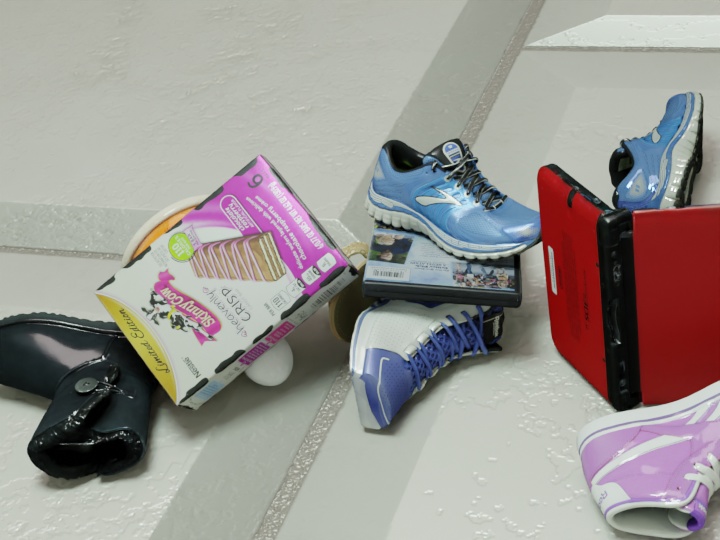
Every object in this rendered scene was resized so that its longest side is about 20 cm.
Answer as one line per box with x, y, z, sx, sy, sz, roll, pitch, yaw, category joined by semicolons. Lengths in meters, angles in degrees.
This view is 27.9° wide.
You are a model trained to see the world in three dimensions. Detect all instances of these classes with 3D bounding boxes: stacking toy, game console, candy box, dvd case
-0.130;0.038;1.387;0.146;0.146;0.200;-24;54;-19;stacking toy
0.245;0.009;1.230;0.118;0.201;0.172;-20;35;-15;game console
-0.121;0.012;1.311;0.200;0.061;0.136;-40;75;2;candy box
0.080;-0.019;1.365;0.142;0.018;0.200;5;25;3;dvd case

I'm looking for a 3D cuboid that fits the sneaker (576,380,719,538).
0.279;0.153;1.137;0.200;0.073;0.114;-19;37;6;sneaker

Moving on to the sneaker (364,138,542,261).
0.089;-0.071;1.350;0.199;0.090;0.078;21;31;31;sneaker

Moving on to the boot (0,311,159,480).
-0.280;0.115;1.329;0.199;0.077;0.168;1;32;6;boot

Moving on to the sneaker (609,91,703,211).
0.306;-0.124;1.502;0.089;0.079;0.200;7;38;20;sneaker

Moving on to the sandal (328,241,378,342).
0.001;0.005;1.419;0.069;0.078;0.212;10;31;29;sandal

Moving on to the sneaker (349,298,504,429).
0.068;0.056;1.317;0.115;0.081;0.200;2;34;21;sneaker
